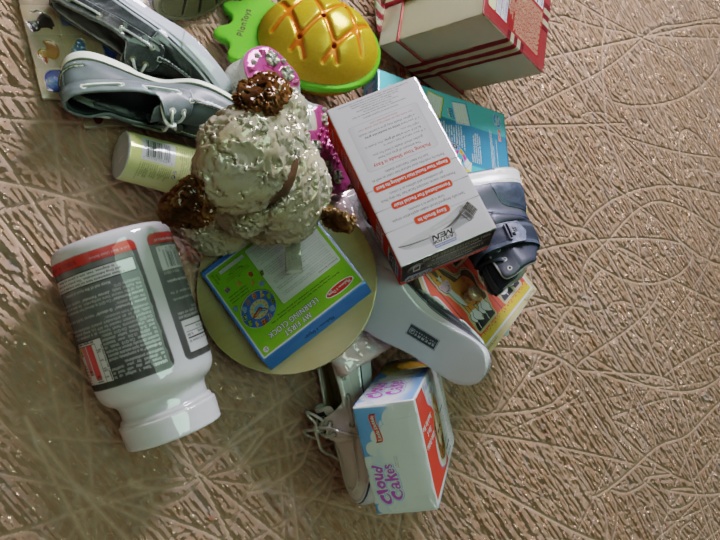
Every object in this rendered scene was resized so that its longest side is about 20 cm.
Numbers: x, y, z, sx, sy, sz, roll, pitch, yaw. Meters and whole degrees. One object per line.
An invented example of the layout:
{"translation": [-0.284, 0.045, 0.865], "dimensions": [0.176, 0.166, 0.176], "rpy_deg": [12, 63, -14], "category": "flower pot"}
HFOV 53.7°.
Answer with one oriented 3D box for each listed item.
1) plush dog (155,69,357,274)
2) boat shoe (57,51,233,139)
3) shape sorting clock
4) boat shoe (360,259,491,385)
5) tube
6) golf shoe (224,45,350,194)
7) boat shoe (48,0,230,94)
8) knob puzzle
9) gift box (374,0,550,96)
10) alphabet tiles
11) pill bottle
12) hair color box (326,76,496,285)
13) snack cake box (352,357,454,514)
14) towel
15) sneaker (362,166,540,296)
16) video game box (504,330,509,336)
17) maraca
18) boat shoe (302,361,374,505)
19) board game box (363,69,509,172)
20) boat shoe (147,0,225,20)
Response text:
{"translation": [-0.098, -0.091, 0.684], "dimensions": [0.200, 0.160, 0.172], "rpy_deg": [-59, 156, 1], "category": "plush dog"}
{"translation": [-0.211, -0.164, 0.742], "dimensions": [0.200, 0.073, 0.062], "rpy_deg": [14, 46, -24], "category": "boat shoe"}
{"translation": [-0.081, 0.014, 0.779], "dimensions": [0.199, 0.039, 0.201], "rpy_deg": [-2, 73, 7], "category": "shape sorting clock"}
{"translation": [0.061, 0.053, 0.804], "dimensions": [0.200, 0.068, 0.072], "rpy_deg": [32, 103, 10], "category": "boat shoe"}
{"translation": [-0.171, -0.102, 0.791], "dimensions": [0.200, 0.058, 0.052], "rpy_deg": [10, 41, -37], "category": "tube"}
{"translation": [-0.086, -0.169, 0.840], "dimensions": [0.200, 0.091, 0.075], "rpy_deg": [52, 49, -28], "category": "golf shoe"}
{"translation": [-0.235, -0.237, 0.759], "dimensions": [0.200, 0.072, 0.071], "rpy_deg": [36, 72, -12], "category": "boat shoe"}
{"translation": [0.132, -0.013, 0.898], "dimensions": [0.219, 0.030, 0.220], "rpy_deg": [20, 51, -27], "category": "knob puzzle"}
{"translation": [0.127, -0.361, 0.950], "dimensions": [0.200, 0.186, 0.185], "rpy_deg": [27, 68, -43], "category": "gift box"}
{"translation": [-0.274, -0.254, 0.772], "dimensions": [0.167, 0.008, 0.201], "rpy_deg": [-14, 89, -35], "category": "alphabet tiles"}
{"translation": [-0.212, 0.063, 0.689], "dimensions": [0.116, 0.116, 0.201], "rpy_deg": [-19, 92, -35], "category": "pill bottle"}
{"translation": [0.051, -0.099, 0.777], "dimensions": [0.111, 0.064, 0.200], "rpy_deg": [-22, 71, -6], "category": "hair color box"}
{"translation": [0.055, 0.175, 0.797], "dimensions": [0.200, 0.067, 0.115], "rpy_deg": [-26, 105, -76], "category": "snack cake box"}
{"translation": [0.000, 0.000, 0.853], "dimensions": [0.191, 0.032, 0.200], "rpy_deg": [-26, 80, -32], "category": "towel"}
{"translation": [0.113, -0.037, 0.836], "dimensions": [0.202, 0.077, 0.147], "rpy_deg": [-10, 74, -10], "category": "sneaker"}
{"translation": [0.141, -0.029, 0.984], "dimensions": [0.182, 0.047, 0.201], "rpy_deg": [22, 70, -24], "category": "video game box"}
{"translation": [-0.073, -0.276, 0.857], "dimensions": [0.199, 0.107, 0.137], "rpy_deg": [13, 59, -6], "category": "maraca"}
{"translation": [-0.028, 0.168, 0.818], "dimensions": [0.086, 0.075, 0.203], "rpy_deg": [2, 77, -34], "category": "boat shoe"}
{"translation": [0.100, -0.163, 0.936], "dimensions": [0.199, 0.047, 0.151], "rpy_deg": [13, 60, -22], "category": "board game box"}
{"translation": [-0.175, -0.356, 0.825], "dimensions": [0.068, 0.075, 0.200], "rpy_deg": [46, 56, 3], "category": "boat shoe"}
